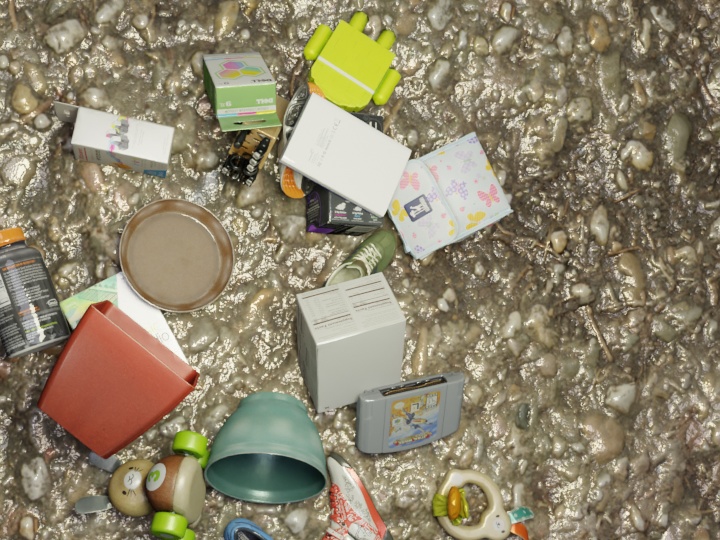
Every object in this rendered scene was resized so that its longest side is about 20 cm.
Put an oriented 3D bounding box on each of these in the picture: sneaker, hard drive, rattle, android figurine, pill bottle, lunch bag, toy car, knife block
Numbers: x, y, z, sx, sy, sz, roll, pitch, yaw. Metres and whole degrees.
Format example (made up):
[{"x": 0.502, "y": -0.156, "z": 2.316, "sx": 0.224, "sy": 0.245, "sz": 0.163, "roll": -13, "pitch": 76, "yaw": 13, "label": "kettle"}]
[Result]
[{"x": -0.113, "y": -0.234, "z": 1.711, "sx": 0.076, "sy": 0.092, "sz": 0.200, "roll": 5, "pitch": 111, "yaw": -23, "label": "sneaker"}, {"x": -0.024, "y": -0.194, "z": 1.654, "sx": 0.200, "sy": 0.025, "sz": 0.132, "roll": 28, "pitch": 74, "yaw": -18, "label": "hard drive"}, {"x": 0.235, "y": 0.425, "z": 1.721, "sx": 0.200, "sy": 0.143, "sz": 0.130, "roll": 30, "pitch": 59, "yaw": -2, "label": "rattle"}, {"x": -0.018, "y": -0.375, "z": 1.806, "sx": 0.182, "sy": 0.041, "sz": 0.200, "roll": 30, "pitch": 77, "yaw": -8, "label": "android figurine"}, {"x": 0.000, "y": 0.000, "z": 1.738, "sx": 0.200, "sy": 0.090, "sz": 0.067, "roll": -44, "pitch": 93, "yaw": -15, "label": "sneaker"}, {"x": -0.148, "y": 0.493, "z": 1.650, "sx": 0.200, "sy": 0.078, "sz": 0.066, "roll": 41, "pitch": 74, "yaw": -7, "label": "sneaker"}, {"x": -0.554, "y": 0.033, "z": 1.595, "sx": 0.106, "sy": 0.106, "sz": 0.200, "roll": -19, "pitch": 88, "yaw": -15, "label": "pill bottle"}, {"x": 0.148, "y": -0.129, "z": 1.774, "sx": 0.200, "sy": 0.127, "sz": 0.170, "roll": -24, "pitch": 87, "yaw": -8, "label": "lunch bag"}, {"x": -0.357, "y": 0.349, "z": 1.591, "sx": 0.200, "sy": 0.158, "sz": 0.164, "roll": 8, "pitch": 61, "yaw": 5, "label": "toy car"}, {"x": -0.174, "y": -0.237, "z": 1.682, "sx": 0.064, "sy": 0.176, "sz": 0.200, "roll": 27, "pitch": 78, "yaw": -9, "label": "knife block"}, {"x": -0.031, "y": 0.423, "z": 1.691, "sx": 0.108, "sy": 0.067, "sz": 0.202, "roll": -31, "pitch": 93, "yaw": -17, "label": "sneaker"}]

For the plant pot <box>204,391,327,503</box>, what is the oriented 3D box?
[{"x": -0.151, "y": 0.286, "z": 1.630, "sx": 0.200, "sy": 0.200, "sz": 0.134, "roll": 12, "pitch": 53, "yaw": -12, "label": "plant pot"}]

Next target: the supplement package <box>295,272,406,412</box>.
[{"x": -0.018, "y": 0.123, "z": 1.650, "sx": 0.156, "sy": 0.200, "sz": 0.111, "roll": -15, "pitch": 52, "yaw": -14, "label": "supplement package"}]

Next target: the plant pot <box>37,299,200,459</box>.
[{"x": -0.389, "y": 0.180, "z": 1.545, "sx": 0.200, "sy": 0.200, "sz": 0.176, "roll": 39, "pitch": 86, "yaw": -5, "label": "plant pot"}]

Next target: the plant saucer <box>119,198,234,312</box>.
[{"x": -0.315, "y": -0.024, "z": 1.680, "sx": 0.200, "sy": 0.032, "sz": 0.201, "roll": 7, "pitch": 73, "yaw": -23, "label": "plant saucer"}]

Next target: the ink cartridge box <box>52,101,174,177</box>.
[{"x": -0.420, "y": -0.219, "z": 1.653, "sx": 0.200, "sy": 0.115, "sz": 0.068, "roll": 12, "pitch": 80, "yaw": -11, "label": "ink cartridge box"}]

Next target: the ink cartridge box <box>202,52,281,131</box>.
[{"x": -0.204, "y": -0.310, "z": 1.679, "sx": 0.104, "sy": 0.200, "sz": 0.059, "roll": -6, "pitch": 125, "yaw": -14, "label": "ink cartridge box"}]

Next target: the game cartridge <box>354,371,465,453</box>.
[{"x": 0.088, "y": 0.253, "z": 1.718, "sx": 0.200, "sy": 0.042, "sz": 0.133, "roll": -10, "pitch": 119, "yaw": -20, "label": "game cartridge"}]

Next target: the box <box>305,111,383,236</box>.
[{"x": -0.028, "y": -0.169, "z": 1.731, "sx": 0.106, "sy": 0.122, "sz": 0.200, "roll": 3, "pitch": 83, "yaw": -22, "label": "box"}]

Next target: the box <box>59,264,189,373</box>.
[{"x": -0.398, "y": 0.109, "z": 1.659, "sx": 0.144, "sy": 0.036, "sz": 0.200, "roll": -29, "pitch": 89, "yaw": -15, "label": "box"}]
